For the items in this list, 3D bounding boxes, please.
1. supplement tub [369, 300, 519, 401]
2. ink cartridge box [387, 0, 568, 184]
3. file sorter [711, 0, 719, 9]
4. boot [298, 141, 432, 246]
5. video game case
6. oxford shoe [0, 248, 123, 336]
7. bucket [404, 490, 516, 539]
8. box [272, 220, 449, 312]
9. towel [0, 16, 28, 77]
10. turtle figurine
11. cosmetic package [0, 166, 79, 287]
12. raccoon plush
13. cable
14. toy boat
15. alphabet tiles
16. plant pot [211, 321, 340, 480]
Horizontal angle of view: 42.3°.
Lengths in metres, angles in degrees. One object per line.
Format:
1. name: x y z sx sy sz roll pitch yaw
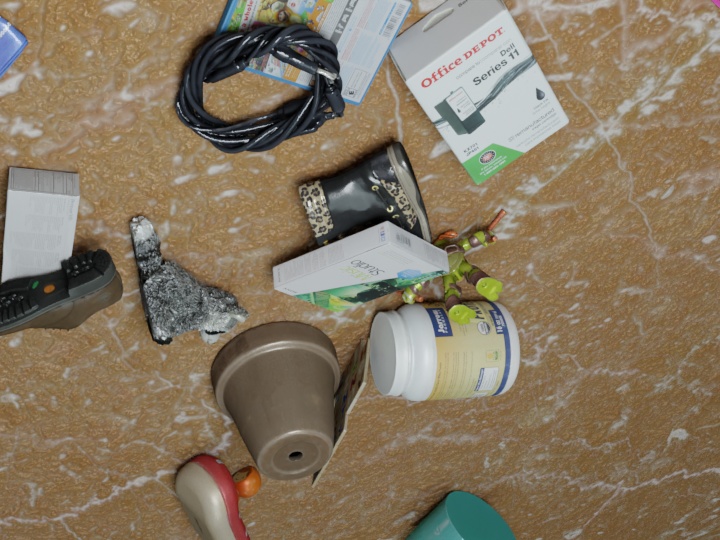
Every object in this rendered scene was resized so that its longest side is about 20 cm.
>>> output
1. supplement tub: 0.124 0.120 1.402 0.197 0.145 0.146 -1 132 -19
2. ink cartridge box: 0.145 -0.225 1.133 0.146 0.084 0.200 -34 133 12
3. file sorter: 0.557 -0.355 1.130 0.138 0.126 0.200 24 120 -35
4. boot: 0.012 -0.072 1.237 0.148 0.074 0.201 -18 143 4
5. video game case: -0.056 -0.276 1.061 0.197 0.018 0.144 12 127 -29
6. oxford shoe: -0.383 0.050 1.137 0.197 0.073 0.085 -18 138 -2
7. bucket: 0.197 0.534 1.778 0.205 0.208 0.135 21 116 -34
8. box: 0.000 0.000 1.256 0.198 0.037 0.144 -20 153 33
9. towel: -0.460 -0.243 0.944 0.144 0.024 0.199 -40 132 17
10. turtle figurine: 0.137 -0.009 1.293 0.198 0.162 0.065 -33 125 3
11. cosmetic package: -0.396 -0.029 1.144 0.081 0.051 0.202 5 130 -21
12. raccoon plush: -0.220 0.017 1.228 0.132 0.097 0.202 -14 135 -18
13. cable: -0.118 -0.204 1.060 0.197 0.051 0.164 -9 147 3
14. toy boat: -0.221 0.378 1.555 0.130 0.130 0.202 -38 142 -26
15. alphabet tiles: -0.028 0.205 1.416 0.007 0.168 0.201 21 124 -9
16. plant pot: -0.112 0.205 1.376 0.197 0.176 0.202 -9 133 -10
